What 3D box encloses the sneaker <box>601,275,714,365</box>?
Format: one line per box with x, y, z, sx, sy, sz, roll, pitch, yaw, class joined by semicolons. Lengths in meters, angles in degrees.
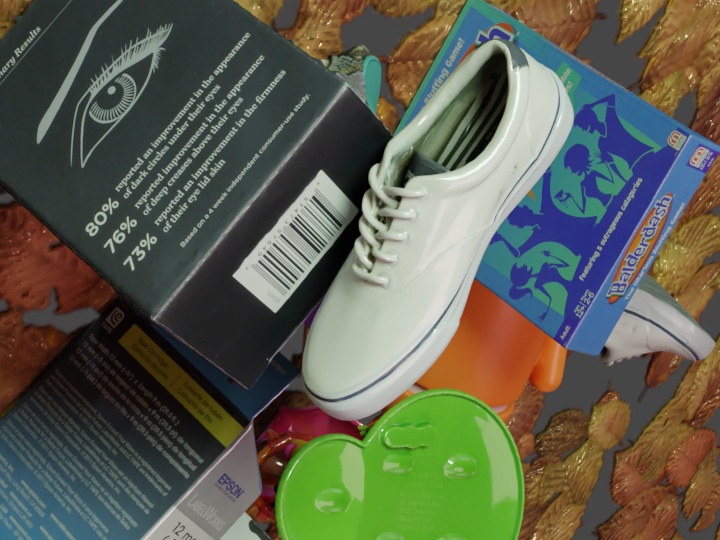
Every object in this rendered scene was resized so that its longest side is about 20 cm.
0.217;0.041;1.464;0.199;0.073;0.071;26;109;-45;sneaker

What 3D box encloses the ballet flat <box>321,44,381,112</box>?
-0.023;-0.097;1.050;0.072;0.072;0.200;-62;-175;14;ballet flat

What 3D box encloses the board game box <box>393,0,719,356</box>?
0.110;-0.064;1.145;0.045;0.200;0.153;14;109;-51;board game box

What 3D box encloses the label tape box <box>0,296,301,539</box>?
-0.134;0.108;1.069;0.200;0.143;0.066;-46;143;-8;label tape box

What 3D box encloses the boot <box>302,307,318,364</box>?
0.000;0.000;1.069;0.200;0.066;0.177;97;-3;-83;boot

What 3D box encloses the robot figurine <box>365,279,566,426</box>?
0.075;0.039;1.265;0.143;0.116;0.201;-9;127;-52;robot figurine

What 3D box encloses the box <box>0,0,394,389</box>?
-0.095;-0.063;0.917;0.148;0.200;0.104;-49;147;-2;box

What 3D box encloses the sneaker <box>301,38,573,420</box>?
0.025;-0.025;0.862;0.201;0.073;0.071;-59;140;-5;sneaker

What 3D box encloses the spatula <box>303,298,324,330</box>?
-0.055;-0.041;0.983;0.057;0.200;0.020;-51;148;18;spatula

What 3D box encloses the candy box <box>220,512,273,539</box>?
-0.137;0.209;1.106;0.167;0.200;0.072;-35;141;-20;candy box

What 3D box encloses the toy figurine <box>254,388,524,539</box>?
-0.023;0.144;1.202;0.199;0.183;0.152;6;89;-37;toy figurine
